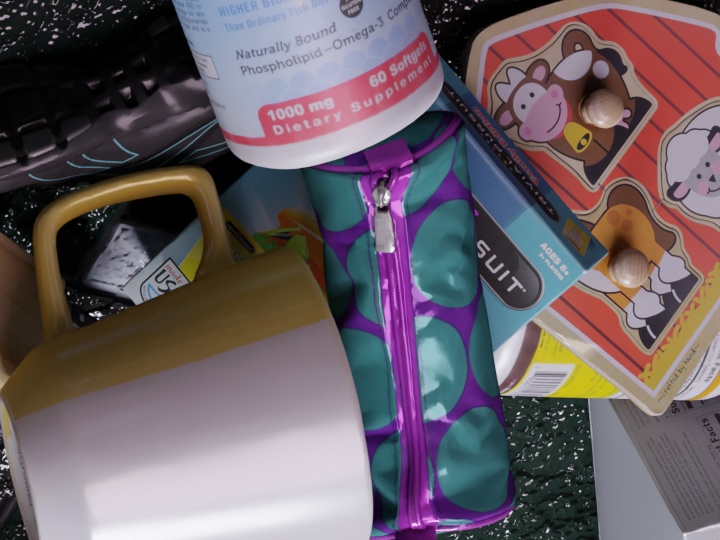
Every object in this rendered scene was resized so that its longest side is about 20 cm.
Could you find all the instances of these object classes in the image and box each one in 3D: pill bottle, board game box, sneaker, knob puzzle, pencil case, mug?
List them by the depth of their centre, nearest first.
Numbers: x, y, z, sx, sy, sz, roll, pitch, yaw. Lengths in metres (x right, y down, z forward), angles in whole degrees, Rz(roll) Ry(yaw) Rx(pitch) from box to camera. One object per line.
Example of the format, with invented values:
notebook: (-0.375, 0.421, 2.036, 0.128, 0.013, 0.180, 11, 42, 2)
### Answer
pill bottle: (-0.041, -0.156, 1.338, 0.108, 0.109, 0.201, -22, 112, -4)
pencil case: (0.022, 0.028, 1.409, 0.085, 0.092, 0.201, -7, 103, 10)
mug: (-0.094, 0.066, 1.409, 0.152, 0.187, 0.150, -14, 139, -12)
sneaker: (-0.125, -0.064, 1.434, 0.199, 0.076, 0.079, -19, 136, -7)
board game box: (0.000, 0.000, 1.485, 0.200, 0.047, 0.151, -42, 87, 23)
knob puzzle: (0.133, -0.055, 1.510, 0.219, 0.030, 0.221, 0, 89, -20)
pill bottle: (0.141, 0.014, 1.593, 0.199, 0.109, 0.110, 3, 127, -26)

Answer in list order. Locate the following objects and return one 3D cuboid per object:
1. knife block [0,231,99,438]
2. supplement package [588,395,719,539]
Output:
knife block: (-0.181, 0.023, 1.442, 0.175, 0.064, 0.200, 10, 154, -14)
supplement package: (0.210, 0.149, 1.706, 0.110, 0.156, 0.201, -17, 134, -8)
